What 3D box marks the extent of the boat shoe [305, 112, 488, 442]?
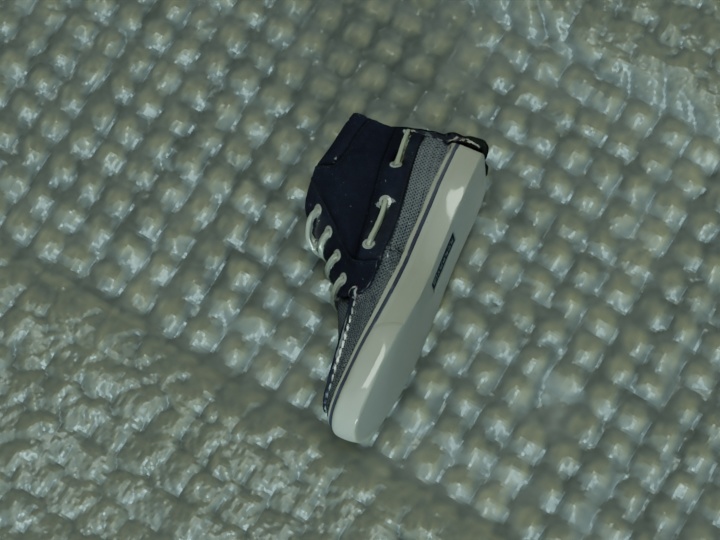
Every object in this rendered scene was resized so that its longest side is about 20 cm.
[{"bbox_3d":[0.000,0.000,1.185,0.092,0.075,0.201,19,65,15],"label":"boat shoe"}]
